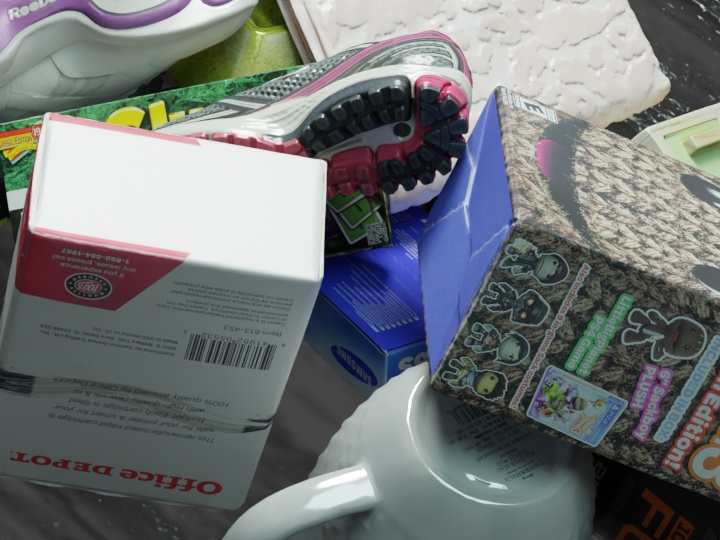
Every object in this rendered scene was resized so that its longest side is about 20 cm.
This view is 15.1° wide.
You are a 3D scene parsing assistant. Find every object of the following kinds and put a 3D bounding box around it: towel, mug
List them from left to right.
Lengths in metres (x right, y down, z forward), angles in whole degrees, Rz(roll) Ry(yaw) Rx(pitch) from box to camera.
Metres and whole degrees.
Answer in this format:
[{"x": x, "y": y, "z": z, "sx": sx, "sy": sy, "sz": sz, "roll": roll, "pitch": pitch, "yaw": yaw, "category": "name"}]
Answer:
[{"x": 0.020, "y": 0.131, "z": 1.348, "sx": 0.200, "sy": 0.175, "sz": 0.148, "roll": -10, "pitch": 57, "yaw": -23, "category": "mug"}, {"x": 0.055, "y": -0.148, "z": 1.507, "sx": 0.200, "sy": 0.032, "sz": 0.191, "roll": -23, "pitch": 85, "yaw": -26, "category": "towel"}]

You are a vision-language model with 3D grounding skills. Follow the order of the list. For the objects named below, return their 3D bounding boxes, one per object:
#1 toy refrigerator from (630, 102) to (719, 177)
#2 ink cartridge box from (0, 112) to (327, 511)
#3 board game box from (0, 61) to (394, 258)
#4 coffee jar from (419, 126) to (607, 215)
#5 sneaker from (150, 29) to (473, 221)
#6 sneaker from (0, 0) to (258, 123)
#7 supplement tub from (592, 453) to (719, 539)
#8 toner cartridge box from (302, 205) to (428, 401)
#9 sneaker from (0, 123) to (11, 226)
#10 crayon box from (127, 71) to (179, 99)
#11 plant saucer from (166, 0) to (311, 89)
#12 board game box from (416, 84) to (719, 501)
[{"x": 0.217, "y": -0.054, "z": 1.567, "sx": 0.200, "sy": 0.070, "sz": 0.076, "roll": -19, "pitch": 73, "yaw": -51, "category": "toy refrigerator"}, {"x": -0.108, "y": 0.026, "z": 1.376, "sx": 0.145, "sy": 0.200, "sz": 0.084, "roll": 10, "pitch": 49, "yaw": -9, "category": "ink cartridge box"}, {"x": -0.089, "y": -0.045, "z": 1.443, "sx": 0.200, "sy": 0.023, "sz": 0.105, "roll": -11, "pitch": 83, "yaw": 4, "category": "board game box"}, {"x": 0.094, "y": -0.075, "z": 1.585, "sx": 0.104, "sy": 0.085, "sz": 0.200, "roll": 19, "pitch": 50, "yaw": -2, "category": "coffee jar"}, {"x": -0.033, "y": -0.065, "z": 1.396, "sx": 0.200, "sy": 0.081, "sz": 0.075, "roll": -14, "pitch": 33, "yaw": 17, "category": "sneaker"}, {"x": -0.146, "y": -0.125, "z": 1.498, "sx": 0.200, "sy": 0.100, "sz": 0.075, "roll": -14, "pitch": 55, "yaw": 14, "category": "sneaker"}, {"x": 0.178, "y": 0.104, "z": 1.451, "sx": 0.200, "sy": 0.123, "sz": 0.123, "roll": 31, "pitch": 51, "yaw": 9, "category": "supplement tub"}, {"x": 0.000, "y": 0.000, "z": 1.482, "sx": 0.095, "sy": 0.043, "sz": 0.200, "roll": -18, "pitch": 38, "yaw": -26, "category": "toner cartridge box"}, {"x": -0.219, "y": -0.035, "z": 1.489, "sx": 0.200, "sy": 0.072, "sz": 0.083, "roll": 3, "pitch": 77, "yaw": -13, "category": "sneaker"}, {"x": -0.118, "y": -0.195, "z": 1.635, "sx": 0.127, "sy": 0.051, "sz": 0.200, "roll": -17, "pitch": 61, "yaw": -27, "category": "crayon box"}, {"x": -0.035, "y": -0.172, "z": 1.556, "sx": 0.200, "sy": 0.048, "sz": 0.200, "roll": -16, "pitch": 50, "yaw": -27, "category": "plant saucer"}, {"x": 0.138, "y": 0.016, "z": 1.318, "sx": 0.200, "sy": 0.097, "sz": 0.159, "roll": 22, "pitch": 24, "yaw": -12, "category": "board game box"}]
